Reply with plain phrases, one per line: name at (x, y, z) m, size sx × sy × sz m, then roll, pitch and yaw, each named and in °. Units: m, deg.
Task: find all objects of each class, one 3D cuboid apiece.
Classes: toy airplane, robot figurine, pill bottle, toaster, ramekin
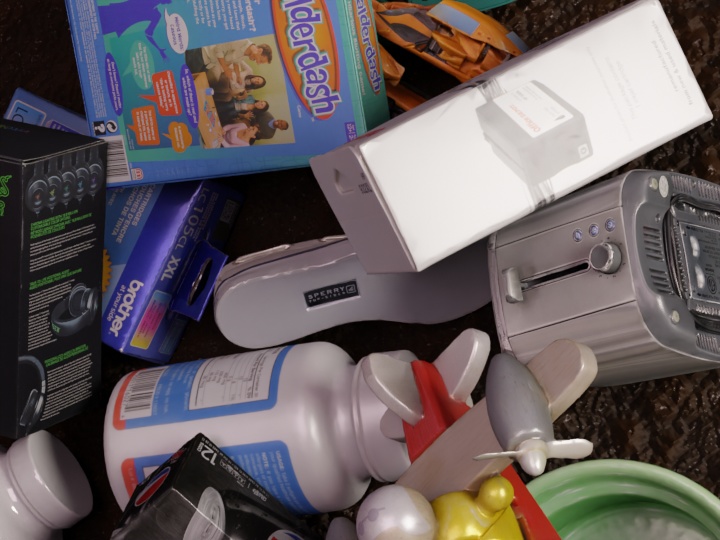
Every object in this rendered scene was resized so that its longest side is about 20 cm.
toy airplane at (0.048, 0.127, 1.189) m, size 0.199 × 0.141 × 0.200 m, roll 10°, pitch 99°, yaw 43°
robot figurine at (0.028, -0.132, 1.356) m, size 0.200 × 0.058 × 0.145 m, roll 30°, pitch 110°, yaw 3°
pill bottle at (-0.284, 0.190, 1.432) m, size 0.200 × 0.111 × 0.111 m, roll -34°, pitch 71°, yaw 12°
toaster at (0.168, 0.010, 1.258) m, size 0.129 × 0.200 × 0.114 m, roll -16°, pitch 76°, yaw 36°
ramekin at (0.163, 0.218, 1.260) m, size 0.200 × 0.098 × 0.200 m, roll -4°, pitch 80°, yaw 21°
pill bottle at (-0.057, 0.107, 1.357) m, size 0.200 × 0.112 × 0.112 m, roll -9°, pitch 78°, yaw 20°

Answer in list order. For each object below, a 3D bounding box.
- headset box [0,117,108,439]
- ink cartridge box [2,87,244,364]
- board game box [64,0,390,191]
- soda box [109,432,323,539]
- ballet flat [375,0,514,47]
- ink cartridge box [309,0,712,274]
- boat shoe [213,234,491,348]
headset box at (-0.264, -0.012, 1.378) m, size 0.174 × 0.093 × 0.200 m, roll 14°, pitch 109°, yaw 27°
ink cartridge box at (-0.174, -0.025, 1.446) m, size 0.200 × 0.076 × 0.137 m, roll 25°, pitch 91°, yaw 21°
board game box at (-0.087, -0.137, 1.335) m, size 0.200 × 0.045 × 0.152 m, roll -4°, pitch 101°, yaw 24°
soda box at (-0.057, 0.199, 1.308) m, size 0.200 × 0.063 × 0.071 m, roll 42°, pitch 121°, yaw -12°
ballet flat at (0.027, -0.194, 1.410) m, size 0.200 × 0.071 × 0.065 m, roll -12°, pitch 50°, yaw 16°
ink cartridge box at (0.085, -0.076, 1.230) m, size 0.200 × 0.145 × 0.084 m, roll -27°, pitch 95°, yaw -11°
boat shoe at (0.000, 0.000, 1.373) m, size 0.200 × 0.070 × 0.071 m, roll -13°, pitch 118°, yaw -1°
